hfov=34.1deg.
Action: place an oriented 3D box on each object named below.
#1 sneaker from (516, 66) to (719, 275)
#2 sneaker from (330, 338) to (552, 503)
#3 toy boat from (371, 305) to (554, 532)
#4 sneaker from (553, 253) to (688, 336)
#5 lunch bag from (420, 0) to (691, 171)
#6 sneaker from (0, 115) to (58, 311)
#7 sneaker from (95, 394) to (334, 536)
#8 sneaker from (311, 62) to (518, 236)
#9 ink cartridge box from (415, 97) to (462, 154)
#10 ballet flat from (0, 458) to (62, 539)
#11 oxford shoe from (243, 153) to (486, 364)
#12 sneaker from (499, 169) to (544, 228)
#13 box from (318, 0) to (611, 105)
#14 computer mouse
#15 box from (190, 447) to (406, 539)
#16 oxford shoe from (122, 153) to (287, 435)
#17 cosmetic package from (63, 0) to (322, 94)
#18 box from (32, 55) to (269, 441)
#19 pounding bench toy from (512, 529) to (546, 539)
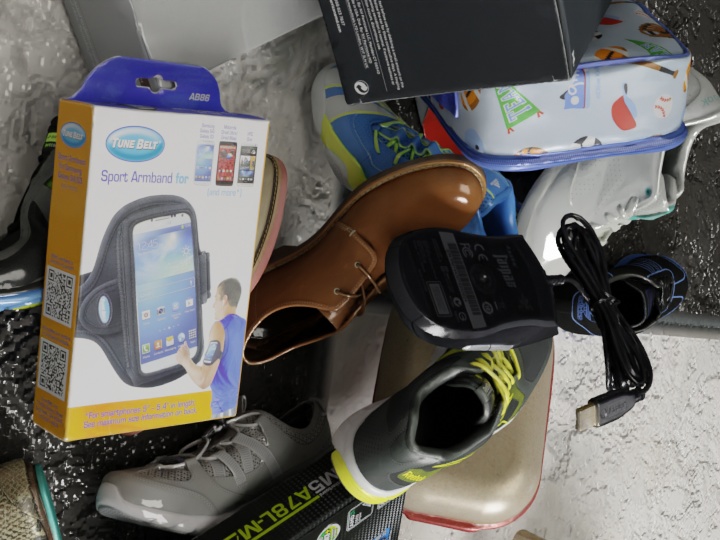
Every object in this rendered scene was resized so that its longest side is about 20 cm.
[{"bbox_3d":[0.186,-0.056,0.849,0.075,0.089,0.201,5,124,-46],"label":"sneaker"},{"bbox_3d":[0.073,0.082,0.753,0.199,0.084,0.075,-37,95,-37],"label":"sneaker"},{"bbox_3d":[0.072,0.100,0.886,0.129,0.131,0.202,12,66,-1],"label":"toy boat"},{"bbox_3d":[0.245,0.026,1.046,0.198,0.077,0.071,-9,103,-40],"label":"sneaker"},{"bbox_3d":[0.114,-0.130,0.771,0.158,0.200,0.076,-11,116,-8],"label":"lunch bag"},{"bbox_3d":[-0.171,-0.042,0.676,0.200,0.070,0.083,-44,117,-33],"label":"sneaker"},{"bbox_3d":[-0.093,0.124,0.774,0.199,0.074,0.083,0,91,-53],"label":"sneaker"},{"bbox_3d":[0.049,-0.067,0.806,0.076,0.104,0.201,-36,98,-50],"label":"sneaker"},{"bbox_3d":[0.109,-0.168,0.914,0.159,0.047,0.203,-27,113,-35],"label":"ink cartridge box"},{"bbox_3d":[-0.192,0.210,0.705,0.075,0.068,0.202,-24,108,-13],"label":"ballet flat"},{"bbox_3d":[0.000,0.000,0.749,0.199,0.072,0.071,-34,126,18],"label":"oxford shoe"},{"bbox_3d":[0.151,-0.063,0.927,0.199,0.077,0.086,-16,141,-41],"label":"sneaker"},{"bbox_3d":[0.079,-0.184,0.717,0.201,0.139,0.080,-57,139,-49],"label":"box"},{"bbox_3d":[0.096,0.040,0.727,0.198,0.046,0.142,-7,68,-41],"label":"computer mouse"},{"bbox_3d":[-0.056,0.225,0.781,0.192,0.047,0.202,-29,140,-37],"label":"box"},{"bbox_3d":[-0.115,0.000,0.727,0.075,0.070,0.201,41,70,-35],"label":"oxford shoe"},{"bbox_3d":[-0.083,-0.193,0.716,0.199,0.090,0.108,-30,117,-32],"label":"cosmetic package"},{"bbox_3d":[-0.113,-0.013,0.651,0.118,0.041,0.203,-3,106,-45],"label":"box"},{"bbox_3d":[0.137,0.334,0.967,0.156,0.123,0.201,-45,123,-26],"label":"pounding bench toy"}]
